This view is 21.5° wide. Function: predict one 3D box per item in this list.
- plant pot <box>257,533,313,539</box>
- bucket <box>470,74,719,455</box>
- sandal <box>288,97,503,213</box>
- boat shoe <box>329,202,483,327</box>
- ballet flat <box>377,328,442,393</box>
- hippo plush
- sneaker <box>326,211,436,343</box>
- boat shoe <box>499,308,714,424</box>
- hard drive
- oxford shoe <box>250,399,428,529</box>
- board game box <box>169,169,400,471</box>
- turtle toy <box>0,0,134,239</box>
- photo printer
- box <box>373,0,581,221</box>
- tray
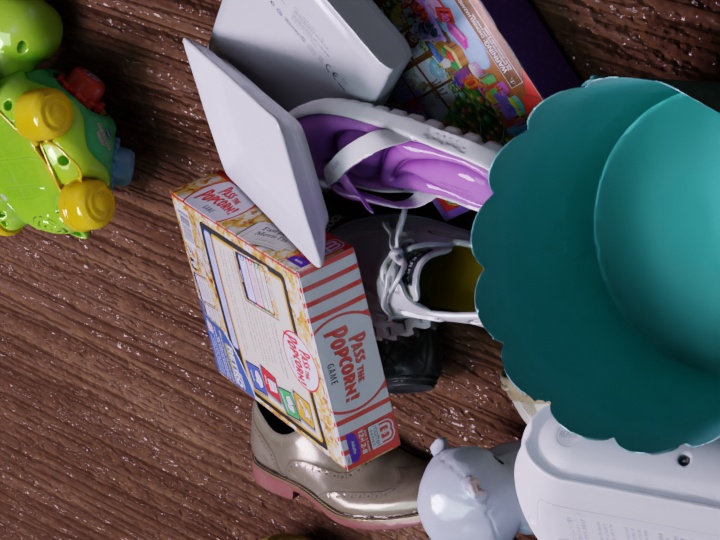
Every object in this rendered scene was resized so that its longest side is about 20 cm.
[{"bbox_3d":[-0.072,0.302,1.560,0.200,0.200,0.142,39,114,12],"label":"plant pot"},{"bbox_3d":[0.175,-0.011,1.060,0.206,0.134,0.209,7,102,34],"label":"bucket"},{"bbox_3d":[0.016,-0.062,1.176,0.202,0.050,0.083,10,147,43],"label":"sandal"},{"bbox_3d":[0.043,0.002,1.217,0.201,0.086,0.075,17,86,34],"label":"boat shoe"},{"bbox_3d":[-0.013,0.064,1.413,0.199,0.066,0.057,-6,76,44],"label":"ballet flat"},{"bbox_3d":[0.085,0.195,1.349,0.159,0.198,0.162,-157,58,-74],"label":"hippo plush"},{"bbox_3d":[0.000,0.000,1.327,0.199,0.066,0.091,-6,118,48],"label":"sneaker"},{"bbox_3d":[0.160,0.056,1.223,0.063,0.073,0.201,45,148,-3],"label":"boat shoe"},{"bbox_3d":[-0.038,-0.141,1.230,0.132,0.026,0.200,50,159,7],"label":"hard drive"},{"bbox_3d":[-0.012,0.143,1.452,0.199,0.070,0.075,10,122,36],"label":"oxford shoe"},{"bbox_3d":[-0.055,0.031,1.308,0.200,0.046,0.153,32,140,55],"label":"board game box"},{"bbox_3d":[-0.242,-0.115,1.431,0.145,0.101,0.201,0,120,43],"label":"turtle toy"},{"bbox_3d":[0.197,0.150,1.198,0.198,0.070,0.167,8,150,20],"label":"photo printer"},{"bbox_3d":[0.050,-0.139,1.190,0.136,0.039,0.201,-24,103,51],"label":"box"},{"bbox_3d":[-0.065,-0.084,1.244,0.200,0.022,0.108,-136,27,-60],"label":"tray"}]
